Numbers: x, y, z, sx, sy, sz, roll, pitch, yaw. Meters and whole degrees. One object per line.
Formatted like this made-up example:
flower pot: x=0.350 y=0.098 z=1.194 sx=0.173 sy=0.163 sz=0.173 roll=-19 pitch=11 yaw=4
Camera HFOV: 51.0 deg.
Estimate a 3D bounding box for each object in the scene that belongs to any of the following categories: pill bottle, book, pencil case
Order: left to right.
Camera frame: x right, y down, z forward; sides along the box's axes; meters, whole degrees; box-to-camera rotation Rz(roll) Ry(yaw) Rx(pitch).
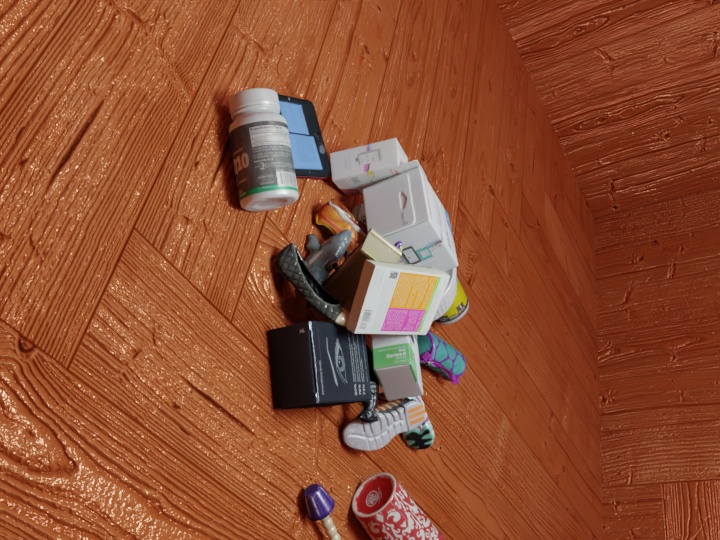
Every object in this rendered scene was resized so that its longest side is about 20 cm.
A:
pill bottle: x=-0.183 y=-0.222 z=1.394 sx=0.112 sy=0.111 sz=0.206 roll=1 pitch=77 yaw=-59
book: x=0.072 y=0.057 z=1.442 sx=0.197 sy=0.048 sz=0.137 roll=6 pitch=106 yaw=-43
pencil case: x=0.193 y=0.217 z=1.906 sx=0.199 sy=0.084 sz=0.094 roll=34 pitch=34 yaw=-50
pill bottle: x=0.201 y=0.034 z=1.969 sx=0.202 sy=0.107 sz=0.110 roll=60 pitch=33 yaw=-26

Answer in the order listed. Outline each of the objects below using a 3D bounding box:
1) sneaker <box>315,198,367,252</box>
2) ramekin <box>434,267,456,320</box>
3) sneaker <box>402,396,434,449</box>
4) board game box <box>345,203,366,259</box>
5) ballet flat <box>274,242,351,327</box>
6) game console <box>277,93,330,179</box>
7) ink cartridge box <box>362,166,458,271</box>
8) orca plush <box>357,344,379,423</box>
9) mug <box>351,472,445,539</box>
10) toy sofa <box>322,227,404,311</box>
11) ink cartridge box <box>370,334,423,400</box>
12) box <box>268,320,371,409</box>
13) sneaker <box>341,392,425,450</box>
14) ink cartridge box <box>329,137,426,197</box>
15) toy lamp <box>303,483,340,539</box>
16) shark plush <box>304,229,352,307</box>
sneaker: x=-0.022 y=-0.074 z=1.648 sx=0.200 sy=0.077 sz=0.073 roll=43 pitch=15 yaw=-26
ramekin: x=0.138 y=0.033 z=1.783 sx=0.095 sy=0.197 sz=0.207 roll=56 pitch=34 yaw=-51
sneaker: x=0.127 y=0.310 z=1.765 sx=0.142 sy=0.076 sz=0.203 roll=-83 pitch=159 yaw=-51
board game box: x=0.021 y=-0.037 z=1.739 sx=0.125 sy=0.034 sz=0.204 roll=35 pitch=49 yaw=-38
ballet flat: x=-0.085 y=0.031 z=1.427 sx=0.200 sy=0.057 sz=0.066 roll=44 pitch=13 yaw=10
game console: x=-0.135 y=-0.281 z=1.585 sx=0.199 sy=0.030 sz=0.182 roll=-9 pitch=87 yaw=-61
ink cartridge box: x=0.112 y=-0.096 z=1.679 sx=0.200 sy=0.143 sz=0.150 roll=49 pitch=28 yaw=-51
orca plush: x=0.000 y=0.203 z=1.538 sx=0.102 sy=0.072 sz=0.204 roll=9 pitch=54 yaw=-15
mug: x=0.064 y=0.519 z=1.557 sx=0.133 sy=0.176 sz=0.202 roll=-42 pitch=116 yaw=-17
toy sofa: x=0.000 y=0.000 z=1.528 sx=0.082 sy=0.200 sz=0.099 roll=35 pitch=46 yaw=-9
ink cartridge box: x=0.073 y=0.146 z=1.586 sx=0.147 sy=0.082 sz=0.204 roll=66 pitch=16 yaw=-53
box: x=-0.074 y=0.181 z=1.432 sx=0.198 sy=0.102 sz=0.152 roll=14 pitch=66 yaw=-57
sneaker: x=0.033 y=0.317 z=1.599 sx=0.196 sy=0.111 sz=0.080 roll=-11 pitch=101 yaw=-27
ink cartridge box: x=0.041 y=-0.232 z=1.682 sx=0.116 sy=0.195 sz=0.069 roll=40 pitch=43 yaw=-68
toy lamp: x=-0.052 y=0.486 z=1.398 sx=0.204 sy=0.057 sz=0.058 roll=67 pitch=31 yaw=-20
shark plush: x=-0.078 y=-0.013 z=1.522 sx=0.092 sy=0.082 sz=0.201 roll=64 pitch=32 yaw=-21
